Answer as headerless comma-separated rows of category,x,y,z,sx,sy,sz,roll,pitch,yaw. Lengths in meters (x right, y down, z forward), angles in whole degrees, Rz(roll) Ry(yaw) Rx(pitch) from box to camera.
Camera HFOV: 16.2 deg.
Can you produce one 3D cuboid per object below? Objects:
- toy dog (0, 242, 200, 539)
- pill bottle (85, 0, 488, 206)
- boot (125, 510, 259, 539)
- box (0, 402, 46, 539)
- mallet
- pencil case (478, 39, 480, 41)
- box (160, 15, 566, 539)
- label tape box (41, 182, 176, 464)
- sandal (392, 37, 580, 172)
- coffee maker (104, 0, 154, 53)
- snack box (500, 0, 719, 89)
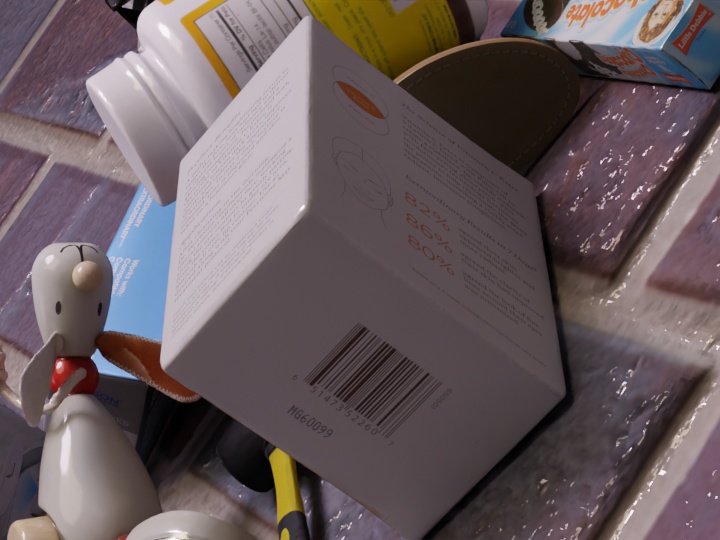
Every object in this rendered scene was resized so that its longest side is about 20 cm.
toy dog,-0.136,0.086,1.295,0.132,0.201,0.096,-26,2,-26
pill bottle,-0.040,-0.119,1.326,0.200,0.110,0.109,-33,18,-8
boot,-0.109,0.207,1.189,0.200,0.072,0.145,-54,13,52
box,-0.247,0.160,1.446,0.200,0.176,0.097,-34,28,46
mallet,-0.040,0.126,1.247,0.066,0.041,0.200,-45,26,25
pencil case,-0.006,-0.068,1.403,0.092,0.085,0.201,9,60,31
box,0.000,0.000,1.183,0.106,0.152,0.200,-47,20,22
label tape box,-0.124,0.023,1.450,0.200,0.063,0.145,109,-176,-59
sandal,0.012,-0.060,1.318,0.211,0.078,0.070,-36,22,4
coffee maker,-0.066,-0.182,1.612,0.191,0.135,0.200,-27,28,5
snack box,0.150,-0.151,1.264,0.116,0.037,0.200,-56,20,-5
